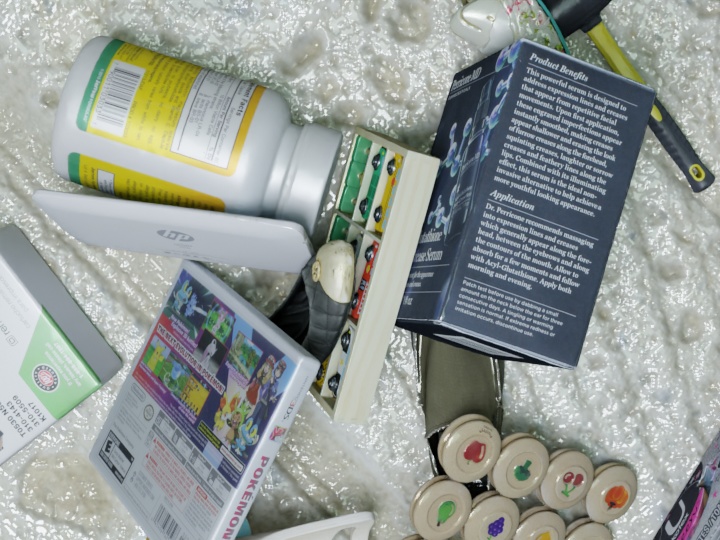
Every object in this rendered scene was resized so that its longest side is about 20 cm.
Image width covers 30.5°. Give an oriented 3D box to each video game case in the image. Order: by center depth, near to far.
[{"bbox_3d":[-0.122,0.107,0.982,0.023,0.200,0.183,22,97,-37],"label":"video game case"}]

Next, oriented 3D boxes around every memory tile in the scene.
[{"bbox_3d":[0.120,0.201,1.021,0.199,0.017,0.154,21,99,-31],"label":"memory tile"}]

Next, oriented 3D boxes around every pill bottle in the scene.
[{"bbox_3d":[-0.118,-0.093,0.986,0.198,0.113,0.114,17,98,0],"label":"pill bottle"}]

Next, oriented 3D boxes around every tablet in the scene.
[{"bbox_3d":[-0.131,-0.026,0.981,0.198,0.130,0.014,7,77,7],"label":"tablet"}]

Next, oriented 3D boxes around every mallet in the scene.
[{"bbox_3d":[0.199,-0.138,1.009,0.066,0.041,0.201,-30,100,5],"label":"mallet"}]

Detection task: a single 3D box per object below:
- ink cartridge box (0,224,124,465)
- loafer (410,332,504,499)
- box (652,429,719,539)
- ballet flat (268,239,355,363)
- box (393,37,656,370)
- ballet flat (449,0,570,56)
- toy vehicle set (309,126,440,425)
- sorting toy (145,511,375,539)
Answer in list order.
[{"bbox_3d":[-0.311,0.084,1.032,0.199,0.084,0.145,-37,95,7],"label":"ink cartridge box"},{"bbox_3d":[0.082,0.103,1.028,0.074,0.070,0.202,-9,98,3],"label":"loafer"},{"bbox_3d":[0.318,0.196,1.011,0.131,0.115,0.201,29,97,-1],"label":"box"},{"bbox_3d":[-0.056,0.046,0.986,0.056,0.067,0.200,14,137,-22],"label":"ballet flat"},{"bbox_3d":[0.108,-0.043,0.938,0.106,0.148,0.202,19,84,-13],"label":"box"},{"bbox_3d":[0.080,-0.213,0.979,0.064,0.076,0.201,-31,88,-24],"label":"ballet flat"},{"bbox_3d":[0.000,0.000,0.989,0.026,0.124,0.202,12,98,-20],"label":"toy vehicle set"},{"bbox_3d":[-0.064,0.258,1.040,0.179,0.107,0.201,-17,126,-10],"label":"sorting toy"}]
